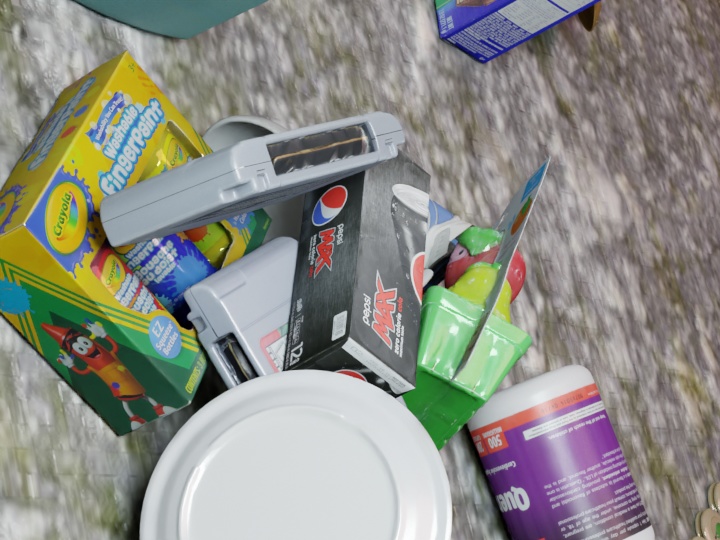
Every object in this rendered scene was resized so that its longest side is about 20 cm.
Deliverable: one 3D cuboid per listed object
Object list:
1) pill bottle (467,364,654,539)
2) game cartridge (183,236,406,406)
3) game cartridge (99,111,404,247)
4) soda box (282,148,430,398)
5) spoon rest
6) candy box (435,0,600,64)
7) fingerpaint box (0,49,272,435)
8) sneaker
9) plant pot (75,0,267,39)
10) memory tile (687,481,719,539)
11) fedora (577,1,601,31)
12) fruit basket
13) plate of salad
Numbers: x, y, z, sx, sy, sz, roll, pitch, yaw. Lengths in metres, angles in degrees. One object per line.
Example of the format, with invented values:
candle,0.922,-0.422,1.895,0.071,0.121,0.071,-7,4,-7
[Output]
pill bottle,0.170,0.186,1.596,0.112,0.112,0.201,-11,78,-56
game cartridge,-0.031,0.078,1.318,0.201,0.041,0.133,59,29,-2
game cartridge,-0.073,-0.059,1.265,0.200,0.132,0.042,-19,94,-57
soda box,0.000,0.000,1.331,0.071,0.063,0.201,37,40,-31
spoon rest,-0.038,-0.037,1.439,0.200,0.099,0.061,40,44,-7
candy box,0.160,-0.318,1.831,0.077,0.199,0.170,22,52,-46
fingerpaint box,-0.159,-0.022,1.312,0.167,0.073,0.201,50,36,-22
sneaker,0.015,-0.006,1.562,0.077,0.076,0.200,41,34,11
plant pot,-0.157,-0.268,1.426,0.200,0.141,0.142,38,41,-45
memory tile,0.381,0.316,1.890,0.201,0.017,0.153,58,34,-10
fedora,0.190,-0.332,1.955,0.201,0.081,0.202,-10,90,-90
fruit basket,0.076,0.027,1.495,0.093,0.185,0.201,22,59,-9
plate of salad,-0.040,0.159,1.217,0.048,0.199,0.201,66,15,-64
